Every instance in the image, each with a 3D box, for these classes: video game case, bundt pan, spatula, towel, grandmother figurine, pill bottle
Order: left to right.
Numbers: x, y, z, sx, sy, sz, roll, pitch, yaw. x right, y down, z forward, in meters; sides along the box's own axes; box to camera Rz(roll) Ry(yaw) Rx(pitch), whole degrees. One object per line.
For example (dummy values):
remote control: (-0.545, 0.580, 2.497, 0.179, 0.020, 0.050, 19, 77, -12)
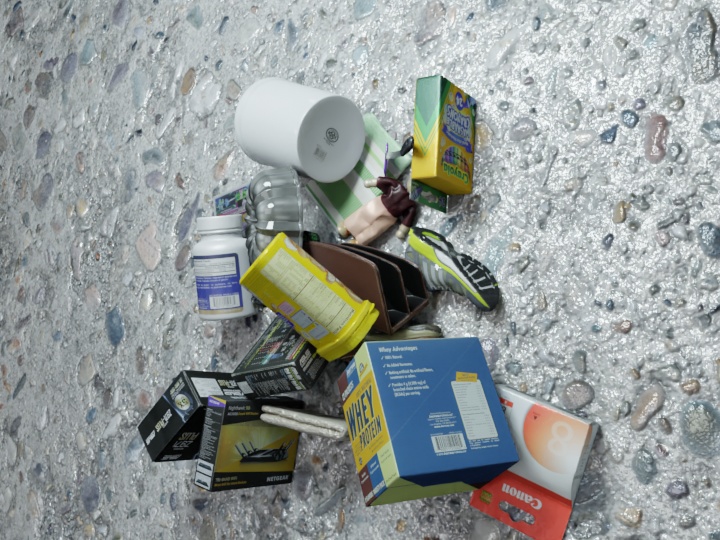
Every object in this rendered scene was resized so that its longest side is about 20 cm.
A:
pill bottle: (-0.271, -0.008, 1.466, 0.119, 0.119, 0.201, -1, 96, 36)
video game case: (-0.229, -0.095, 1.538, 0.199, 0.023, 0.183, -16, 73, 34)
bundt pan: (-0.158, -0.084, 1.293, 0.202, 0.075, 0.203, 179, 90, -71)
towel: (-0.067, 0.271, 1.288, 0.199, 0.132, 0.035, 5, 81, 37)
towel: (-0.007, -0.181, 1.390, 0.200, 0.023, 0.153, -48, 59, 19)
grandmother figurine: (0.051, -0.116, 1.309, 0.199, 0.061, 0.121, -33, 107, 23)
spatula: (0.061, -0.198, 1.240, 0.200, 0.020, 0.057, 170, 106, -76)

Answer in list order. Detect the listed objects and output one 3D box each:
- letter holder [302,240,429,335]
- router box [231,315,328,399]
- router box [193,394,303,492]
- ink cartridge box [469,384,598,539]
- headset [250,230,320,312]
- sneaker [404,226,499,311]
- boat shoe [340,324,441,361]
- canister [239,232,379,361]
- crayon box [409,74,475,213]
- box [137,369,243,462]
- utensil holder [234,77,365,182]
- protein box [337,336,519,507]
letter holder: (0.000, 0.000, 1.250, 0.199, 0.100, 0.143, 18, 133, 44)
router box: (-0.116, 0.136, 1.316, 0.149, 0.200, 0.062, -15, 115, 34)
router box: (-0.198, 0.309, 1.335, 0.052, 0.199, 0.158, 6, 87, 40)
ink cartridge box: (0.247, 0.292, 1.106, 0.162, 0.050, 0.201, 18, 90, 37)
headset: (-0.136, 0.009, 1.391, 0.124, 0.093, 0.200, -95, 27, -42)
sneaker: (0.148, 0.009, 1.224, 0.200, 0.074, 0.081, 43, 126, 33)
boat shoe: (0.049, 0.142, 1.262, 0.199, 0.075, 0.074, -15, 78, 35)
canister: (-0.086, 0.043, 1.176, 0.087, 0.200, 0.148, -53, 8, -28)
crayon box: (0.139, -0.205, 1.222, 0.051, 0.125, 0.201, 0, 82, 35)
box: (-0.292, 0.278, 1.409, 0.164, 0.200, 0.086, -48, 57, 19)
utensil holder: (-0.111, -0.262, 1.369, 0.200, 0.169, 0.171, 24, 97, 45)
protein box: (0.094, 0.221, 1.099, 0.135, 0.197, 0.201, 121, 141, -50)
